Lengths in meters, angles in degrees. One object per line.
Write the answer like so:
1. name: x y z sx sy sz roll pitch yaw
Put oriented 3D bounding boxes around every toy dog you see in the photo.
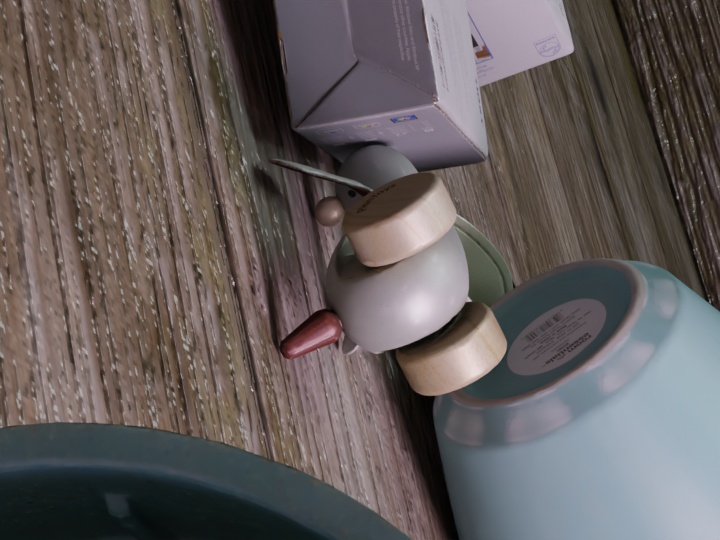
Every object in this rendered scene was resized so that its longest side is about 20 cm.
1. toy dog: 0.000 0.000 0.988 0.200 0.096 0.133 122 -55 -89

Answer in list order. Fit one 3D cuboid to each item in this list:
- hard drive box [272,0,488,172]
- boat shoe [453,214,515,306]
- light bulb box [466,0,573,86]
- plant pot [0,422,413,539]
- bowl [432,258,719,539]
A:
1. hard drive box: 0.010 -0.140 1.104 0.200 0.076 0.157 26 55 -78
2. boat shoe: 0.056 0.027 1.170 0.199 0.075 0.066 47 -3 -39
3. light bulb box: 0.034 -0.247 1.338 0.200 0.124 0.199 53 22 -53
4. plant pot: -0.034 0.147 0.418 0.196 0.199 0.201 53 21 -72
5. bowl: 0.116 0.069 1.076 0.105 0.200 0.201 56 18 -23
